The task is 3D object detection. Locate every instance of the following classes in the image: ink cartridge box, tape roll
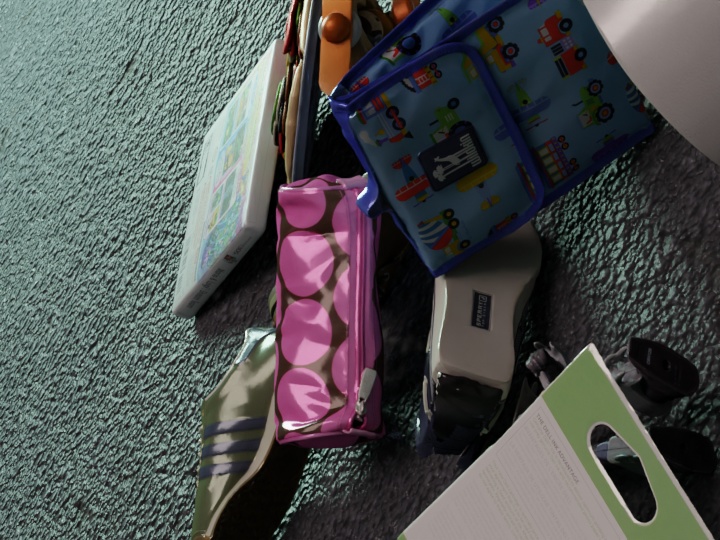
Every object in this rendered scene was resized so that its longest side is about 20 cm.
[{"bbox_3d":[0.121,0.158,1.181,0.200,0.048,0.146,-48,59,32],"label":"ink cartridge box"},{"bbox_3d":[0.242,-0.162,1.158,0.139,0.202,0.203,-43,35,31],"label":"tape roll"}]

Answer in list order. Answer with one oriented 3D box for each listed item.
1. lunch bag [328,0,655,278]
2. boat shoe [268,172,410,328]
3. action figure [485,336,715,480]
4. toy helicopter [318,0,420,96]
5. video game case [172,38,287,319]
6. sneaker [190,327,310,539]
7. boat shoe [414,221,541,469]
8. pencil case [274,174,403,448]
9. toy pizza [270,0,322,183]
[{"bbox_3d":[0.074,-0.105,1.356,0.200,0.151,0.094,-38,34,-10],"label":"lunch bag"},{"bbox_3d":[0.000,0.000,1.570,0.200,0.072,0.068,-53,34,36],"label":"boat shoe"},{"bbox_3d":[0.131,0.102,1.263,0.200,0.069,0.131,-27,56,53],"label":"action figure"},{"bbox_3d":[0.009,-0.157,1.621,0.079,0.132,0.201,-22,57,17],"label":"toy helicopter"},{"bbox_3d":[-0.114,-0.080,1.822,0.182,0.024,0.201,134,149,-53],"label":"video game case"},{"bbox_3d":[-0.092,0.135,1.572,0.090,0.067,0.201,31,98,42],"label":"sneaker"},{"bbox_3d":[0.074,0.045,1.402,0.200,0.074,0.093,-71,-1,-50],"label":"boat shoe"},{"bbox_3d":[-0.018,0.028,1.480,0.094,0.090,0.201,157,111,-71],"label":"pencil case"},{"bbox_3d":[-0.051,-0.162,1.710,0.200,0.031,0.202,7,-90,-90],"label":"toy pizza"}]
